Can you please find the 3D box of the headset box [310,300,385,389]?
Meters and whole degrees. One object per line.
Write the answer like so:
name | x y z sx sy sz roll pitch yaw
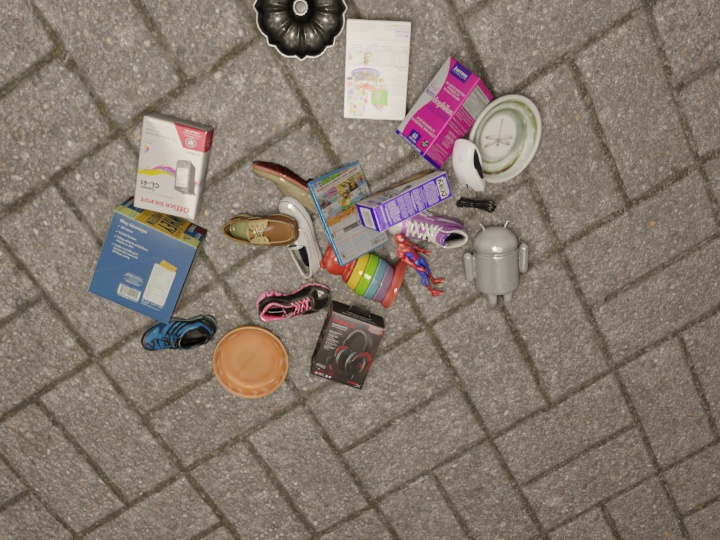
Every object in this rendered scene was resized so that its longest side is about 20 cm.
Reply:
headset box | -0.032 0.181 1.504 0.144 0.075 0.205 19 107 -10

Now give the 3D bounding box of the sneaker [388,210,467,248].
sneaker | 0.162 -0.098 1.403 0.193 0.115 0.075 3 111 -4

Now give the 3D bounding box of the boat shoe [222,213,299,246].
boat shoe | -0.234 -0.087 1.353 0.194 0.073 0.078 3 108 29

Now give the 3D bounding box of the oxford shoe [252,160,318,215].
oxford shoe | -0.167 -0.190 1.369 0.195 0.071 0.076 24 112 -11

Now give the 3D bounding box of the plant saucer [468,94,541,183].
plant saucer | 0.324 -0.307 1.359 0.194 0.050 0.206 -12 122 -18

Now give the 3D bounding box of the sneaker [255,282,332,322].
sneaker | -0.164 0.089 1.453 0.193 0.096 0.082 -11 109 -2

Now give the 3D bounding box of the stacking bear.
stacking bear | 0.000 0.000 1.428 0.195 0.115 0.123 26 118 -5

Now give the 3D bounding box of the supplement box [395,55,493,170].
supplement box | 0.185 -0.346 1.305 0.101 0.103 0.202 44 103 29

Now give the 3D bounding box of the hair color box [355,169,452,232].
hair color box | 0.099 -0.162 1.346 0.196 0.109 0.067 -26 110 -17

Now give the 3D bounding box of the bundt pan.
bundt pan | -0.126 -0.554 1.240 0.195 0.076 0.209 -2 110 -4

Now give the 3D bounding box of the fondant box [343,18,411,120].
fondant box | 0.034 -0.442 1.302 0.139 0.058 0.207 1 108 -5

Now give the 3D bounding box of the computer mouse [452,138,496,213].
computer mouse | 0.246 -0.209 1.343 0.044 0.108 0.202 -47 136 -21

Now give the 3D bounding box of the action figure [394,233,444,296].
action figure | 0.142 -0.021 1.432 0.051 0.067 0.200 -18 130 38

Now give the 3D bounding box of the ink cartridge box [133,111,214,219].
ink cartridge box | -0.420 -0.235 1.325 0.143 0.086 0.206 11 107 -8

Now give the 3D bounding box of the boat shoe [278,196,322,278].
boat shoe | -0.145 -0.074 1.388 0.072 0.066 0.204 -7 123 30

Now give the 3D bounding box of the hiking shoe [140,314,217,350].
hiking shoe | -0.455 0.160 1.458 0.194 0.087 0.077 -15 110 1

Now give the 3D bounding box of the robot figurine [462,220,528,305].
robot figurine | 0.333 -0.021 1.442 0.164 0.113 0.206 -11 110 -6

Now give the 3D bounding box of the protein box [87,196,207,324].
protein box | -0.488 -0.025 1.365 0.194 0.135 0.204 24 106 -12

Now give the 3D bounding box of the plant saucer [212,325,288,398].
plant saucer | -0.283 0.233 1.524 0.193 0.038 0.207 -1 110 -4

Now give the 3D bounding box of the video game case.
video game case | -0.027 -0.133 1.372 0.140 0.018 0.205 -26 99 -24
